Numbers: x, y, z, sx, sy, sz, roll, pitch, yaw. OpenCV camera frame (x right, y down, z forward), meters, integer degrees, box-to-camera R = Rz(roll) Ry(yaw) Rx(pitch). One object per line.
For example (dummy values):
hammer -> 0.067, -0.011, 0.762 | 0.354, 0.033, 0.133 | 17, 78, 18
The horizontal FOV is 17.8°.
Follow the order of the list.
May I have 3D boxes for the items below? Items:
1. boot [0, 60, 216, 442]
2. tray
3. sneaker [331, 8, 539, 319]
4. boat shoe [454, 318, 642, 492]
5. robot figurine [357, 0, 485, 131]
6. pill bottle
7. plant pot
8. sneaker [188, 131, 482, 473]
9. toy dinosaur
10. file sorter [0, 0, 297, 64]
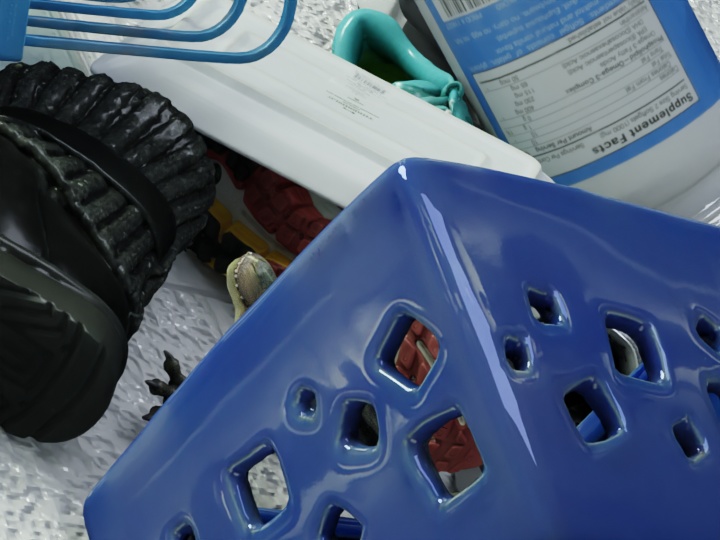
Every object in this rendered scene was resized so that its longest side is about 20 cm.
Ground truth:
boot -> -0.155, -0.044, 0.841 | 0.211, 0.079, 0.158 | 41, 32, -17
tray -> -0.005, -0.061, 0.960 | 0.200, 0.022, 0.107 | 28, 27, 4
sneaker -> 0.030, -0.045, 1.046 | 0.077, 0.080, 0.200 | -22, 45, -12
boat shoe -> 0.098, 0.048, 1.012 | 0.072, 0.068, 0.200 | 39, 27, 4
robot figurine -> 0.087, -0.115, 1.199 | 0.125, 0.150, 0.200 | -38, 73, -18
pill bottle -> 0.108, -0.087, 1.062 | 0.200, 0.112, 0.112 | 61, 24, -13
plant pot -> 0.055, 0.103, 0.749 | 0.200, 0.200, 0.180 | 11, 44, -40
sneaker -> 0.000, 0.000, 0.963 | 0.082, 0.078, 0.200 | -1, 46, -52
toy dinosaur -> -0.022, 0.053, 0.853 | 0.088, 0.048, 0.200 | 9, -21, 31
file sorter -> -0.111, -0.166, 0.919 | 0.122, 0.139, 0.200 | 4, 14, -27
